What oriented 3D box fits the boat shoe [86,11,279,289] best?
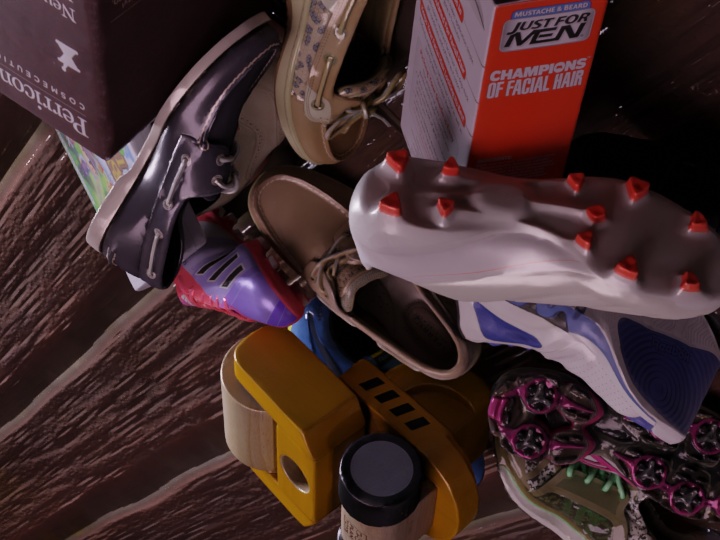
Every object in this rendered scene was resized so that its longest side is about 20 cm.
[{"bbox_3d":[-0.095,-0.068,0.878,0.063,0.073,0.200,42,122,5],"label":"boat shoe"}]

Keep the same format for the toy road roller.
[{"bbox_3d":[0.006,0.113,1.044,0.200,0.146,0.124,40,149,27],"label":"toy road roller"}]

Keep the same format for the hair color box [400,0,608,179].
[{"bbox_3d":[0.071,-0.109,0.774,0.063,0.112,0.201,-9,145,-10],"label":"hair color box"}]

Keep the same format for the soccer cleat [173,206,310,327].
[{"bbox_3d":[-0.097,0.008,1.057,0.067,0.076,0.200,52,174,-29],"label":"soccer cleat"}]

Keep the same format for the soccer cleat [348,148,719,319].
[{"bbox_3d":[0.092,-0.012,0.747,0.198,0.070,0.078,12,149,5],"label":"soccer cleat"}]

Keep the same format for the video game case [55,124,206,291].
[{"bbox_3d":[-0.179,-0.090,1.024,0.202,0.022,0.182,64,159,0],"label":"video game case"}]

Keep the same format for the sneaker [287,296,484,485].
[{"bbox_3d":[0.029,0.096,1.119,0.200,0.066,0.078,44,144,-8],"label":"sneaker"}]

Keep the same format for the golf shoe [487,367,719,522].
[{"bbox_3d":[0.185,0.108,0.991,0.198,0.073,0.092,20,-170,5],"label":"golf shoe"}]

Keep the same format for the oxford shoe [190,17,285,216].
[{"bbox_3d":[-0.087,-0.095,0.986,0.070,0.074,0.200,35,148,5],"label":"oxford shoe"}]

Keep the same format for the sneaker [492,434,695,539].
[{"bbox_3d":[0.175,0.158,1.069,0.088,0.077,0.200,-34,108,29],"label":"sneaker"}]

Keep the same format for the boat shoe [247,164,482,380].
[{"bbox_3d":[0.000,0.000,0.991,0.200,0.072,0.065,43,-170,7],"label":"boat shoe"}]

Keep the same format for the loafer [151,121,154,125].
[{"bbox_3d":[-0.149,-0.130,1.012,0.063,0.072,0.201,37,150,12],"label":"loafer"}]

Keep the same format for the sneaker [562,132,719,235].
[{"bbox_3d":[0.205,-0.042,0.750,0.201,0.077,0.146,27,155,5],"label":"sneaker"}]

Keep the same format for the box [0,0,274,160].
[{"bbox_3d":[-0.155,-0.211,0.815,0.165,0.164,0.201,32,147,17],"label":"box"}]

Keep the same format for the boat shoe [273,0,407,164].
[{"bbox_3d":[-0.007,-0.133,0.861,0.062,0.073,0.201,28,146,20],"label":"boat shoe"}]

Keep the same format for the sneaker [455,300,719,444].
[{"bbox_3d":[0.129,0.025,0.933,0.199,0.081,0.115,39,160,-9],"label":"sneaker"}]
